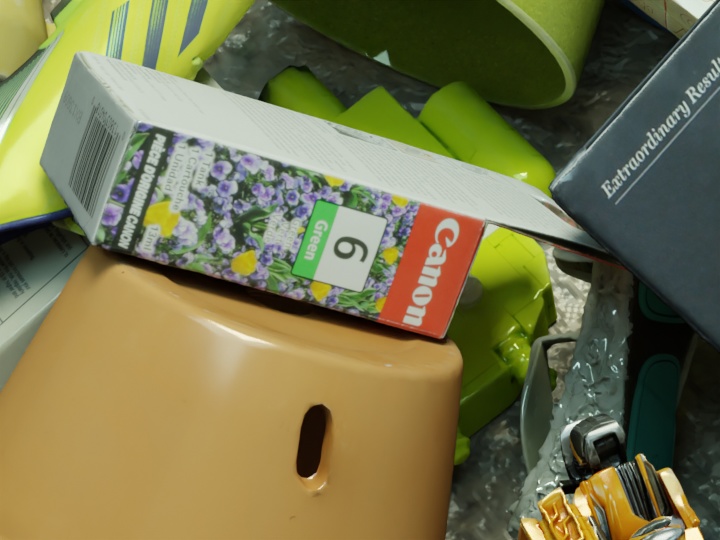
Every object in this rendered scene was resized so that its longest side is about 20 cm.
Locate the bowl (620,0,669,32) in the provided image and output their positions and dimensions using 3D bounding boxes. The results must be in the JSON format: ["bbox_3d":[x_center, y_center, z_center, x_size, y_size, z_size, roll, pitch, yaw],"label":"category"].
[{"bbox_3d":[0.187,-0.184,1.060,0.200,0.039,0.201,-5,59,8],"label":"bowl"}]

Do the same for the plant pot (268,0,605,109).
[{"bbox_3d":[0.049,-0.200,0.983,0.187,0.187,0.200,23,80,21],"label":"plant pot"}]

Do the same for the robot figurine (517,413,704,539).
[{"bbox_3d":[0.097,0.136,0.794,0.058,0.200,0.145,-24,58,-5],"label":"robot figurine"}]

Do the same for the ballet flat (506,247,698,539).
[{"bbox_3d":[0.097,0.022,0.907,0.072,0.072,0.201,14,90,17],"label":"ballet flat"}]

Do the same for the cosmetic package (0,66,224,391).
[{"bbox_3d":[-0.124,-0.002,0.956,0.200,0.073,0.104,-40,48,-1],"label":"cosmetic package"}]

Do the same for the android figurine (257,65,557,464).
[{"bbox_3d":[0.000,0.000,0.986,0.182,0.041,0.200,-35,59,-11],"label":"android figurine"}]

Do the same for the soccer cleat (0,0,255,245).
[{"bbox_3d":[-0.104,-0.057,0.907,0.200,0.065,0.084,-38,78,-3],"label":"soccer cleat"}]

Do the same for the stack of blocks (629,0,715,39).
[{"bbox_3d":[0.206,-0.099,0.886,0.200,0.059,0.115,39,89,12],"label":"stack of blocks"}]

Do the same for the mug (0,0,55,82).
[{"bbox_3d":[-0.191,-0.136,1.043,0.186,0.149,0.154,-21,66,5],"label":"mug"}]

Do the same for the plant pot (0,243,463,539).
[{"bbox_3d":[-0.050,0.072,0.833,0.200,0.200,0.140,24,103,22],"label":"plant pot"}]

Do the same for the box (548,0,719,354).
[{"bbox_3d":[0.189,-0.014,0.793,0.200,0.107,0.148,44,98,9],"label":"box"}]

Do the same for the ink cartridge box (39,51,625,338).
[{"bbox_3d":[-0.009,-0.020,0.853,0.051,0.199,0.109,-69,22,11],"label":"ink cartridge box"}]

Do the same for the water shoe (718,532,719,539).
[{"bbox_3d":[0.229,0.072,0.879,0.199,0.079,0.072,-17,58,0],"label":"water shoe"}]
